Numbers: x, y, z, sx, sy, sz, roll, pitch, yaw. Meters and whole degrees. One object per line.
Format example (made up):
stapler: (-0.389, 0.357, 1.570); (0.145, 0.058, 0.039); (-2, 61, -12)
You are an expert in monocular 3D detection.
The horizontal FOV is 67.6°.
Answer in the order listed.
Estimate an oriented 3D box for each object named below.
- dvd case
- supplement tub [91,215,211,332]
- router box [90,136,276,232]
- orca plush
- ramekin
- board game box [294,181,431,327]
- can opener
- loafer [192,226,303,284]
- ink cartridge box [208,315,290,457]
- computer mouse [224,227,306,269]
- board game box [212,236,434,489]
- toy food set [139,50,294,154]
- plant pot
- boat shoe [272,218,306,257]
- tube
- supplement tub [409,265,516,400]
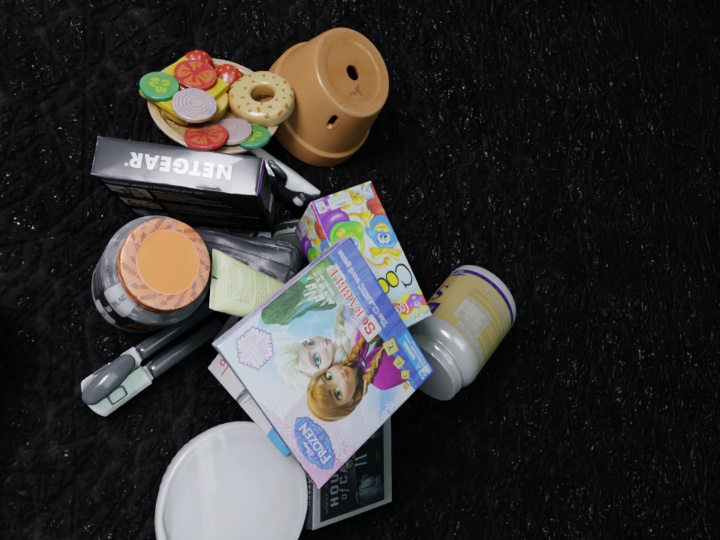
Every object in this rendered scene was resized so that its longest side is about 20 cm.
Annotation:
dvd case: (-0.014, 0.289, 0.818); (0.197, 0.024, 0.156); (13, 74, -54)
supplement tub: (-0.253, 0.008, 0.650); (0.119, 0.198, 0.127); (6, 79, -30)
router box: (-0.211, -0.103, 0.683); (0.192, 0.149, 0.053); (7, 77, -2)
orca plush: (-0.158, -0.145, 0.816); (0.197, 0.105, 0.072); (32, 98, -27)
ramekin: (-0.176, 0.303, 0.712); (0.197, 0.093, 0.211); (6, 79, -32)
board game box: (0.000, 0.000, 0.758); (0.102, 0.103, 0.205); (-21, 82, -25)
can opener: (-0.265, 0.112, 0.703); (0.198, 0.066, 0.054); (-37, 102, -31)
loafer: (-0.174, -0.012, 0.731); (0.193, 0.068, 0.073); (9, 73, 12)
ink cartridge box: (-0.120, 0.125, 0.718); (0.199, 0.068, 0.117); (43, 100, 14)
computer mouse: (-0.157, -0.057, 0.794); (0.044, 0.108, 0.205); (-23, 87, -57)
board game box: (-0.036, 0.103, 0.632); (0.198, 0.041, 0.203); (-39, 103, -21)
toy food set: (-0.204, -0.241, 0.769); (0.196, 0.049, 0.200); (30, 53, 3)
plant pot: (-0.043, -0.291, 0.872); (0.194, 0.139, 0.208); (7, 77, -31)
boat shoe: (-0.056, -0.063, 0.869); (0.195, 0.075, 0.062); (4, 60, -35)
tube: (-0.103, 0.042, 0.669); (0.197, 0.058, 0.053); (28, 92, -42)
supplement tub: (0.166, 0.106, 0.934); (0.200, 0.144, 0.147); (-43, 104, -30)
